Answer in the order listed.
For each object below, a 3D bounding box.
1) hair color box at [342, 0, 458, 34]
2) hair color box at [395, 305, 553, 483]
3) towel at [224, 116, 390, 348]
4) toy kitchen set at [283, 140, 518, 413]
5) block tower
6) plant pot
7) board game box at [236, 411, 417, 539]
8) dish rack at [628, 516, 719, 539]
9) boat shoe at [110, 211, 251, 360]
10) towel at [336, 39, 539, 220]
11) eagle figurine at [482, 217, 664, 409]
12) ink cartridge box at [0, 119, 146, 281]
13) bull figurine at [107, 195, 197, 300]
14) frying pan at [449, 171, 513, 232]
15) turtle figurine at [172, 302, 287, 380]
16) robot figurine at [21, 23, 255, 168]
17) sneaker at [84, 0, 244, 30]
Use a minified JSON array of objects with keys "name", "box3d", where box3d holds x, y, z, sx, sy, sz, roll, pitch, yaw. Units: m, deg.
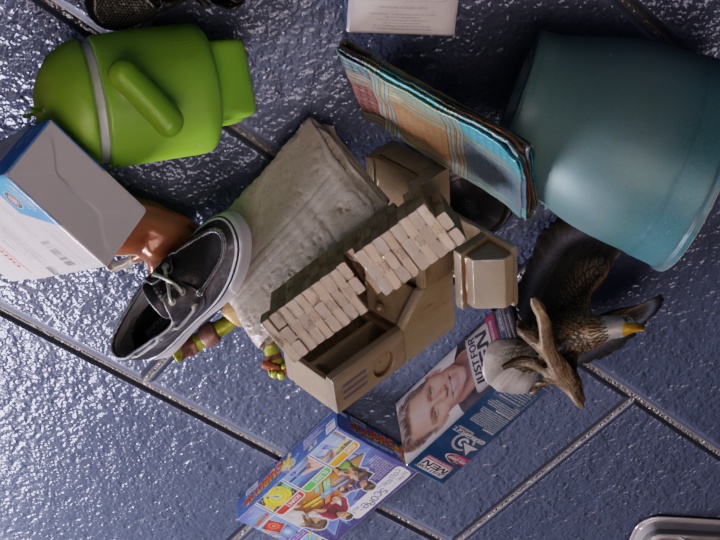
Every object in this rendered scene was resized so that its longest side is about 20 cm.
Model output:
[{"name":"hair color box","box3d":[0.040,-0.304,0.971,0.098,0.061,0.202,1,128,-6]},{"name":"hair color box","box3d":[0.128,0.138,1.305,0.060,0.101,0.200,29,119,-27]},{"name":"towel","box3d":[-0.069,-0.038,1.129,0.200,0.133,0.034,-45,159,18]},{"name":"toy kitchen set","box3d":[0.035,0.021,1.118,0.180,0.162,0.202,-33,135,-30]},{"name":"block tower","box3d":[0.000,0.000,1.061,0.199,0.058,0.054,-36,110,12]},{"name":"plant pot","box3d":[0.225,-0.125,1.065,0.185,0.201,0.202,19,125,0]},{"name":"board game box","box3d":[-0.042,0.267,1.427,0.135,0.035,0.200,32,118,-28]},{"name":"dish rack","box3d":[0.438,0.424,1.597,0.169,0.044,0.202,6,126,-9]},{"name":"boat shoe","box3d":[-0.182,0.020,1.134,0.200,0.072,0.067,-44,160,30]},{"name":"towel","box3d":[0.071,-0.123,1.031,0.022,0.199,0.147,-54,160,-10]},{"name":"eagle figurine","box3d":[0.227,0.050,1.189,0.149,0.200,0.153,24,129,10]},{"name":"ink cartridge box","box3d":[-0.293,-0.056,1.021,0.199,0.067,0.116,-6,136,50]},{"name":"bull figurine","box3d":[-0.263,-0.046,1.145,0.198,0.066,0.122,24,124,-21]},{"name":"frying pan","box3d":[0.146,-0.082,1.187,0.187,0.031,0.116,-14,129,8]},{"name":"turtle figurine","box3d":[-0.130,0.028,1.217,0.159,0.065,0.203,-14,108,4]},{"name":"robot figurine","box3d":[-0.197,-0.154,1.020,0.197,0.175,0.118,-12,95,-19]},{"name":"sneaker","box3d":[-0.154,-0.252,0.968,0.197,0.115,0.077,-23,125,14]}]
